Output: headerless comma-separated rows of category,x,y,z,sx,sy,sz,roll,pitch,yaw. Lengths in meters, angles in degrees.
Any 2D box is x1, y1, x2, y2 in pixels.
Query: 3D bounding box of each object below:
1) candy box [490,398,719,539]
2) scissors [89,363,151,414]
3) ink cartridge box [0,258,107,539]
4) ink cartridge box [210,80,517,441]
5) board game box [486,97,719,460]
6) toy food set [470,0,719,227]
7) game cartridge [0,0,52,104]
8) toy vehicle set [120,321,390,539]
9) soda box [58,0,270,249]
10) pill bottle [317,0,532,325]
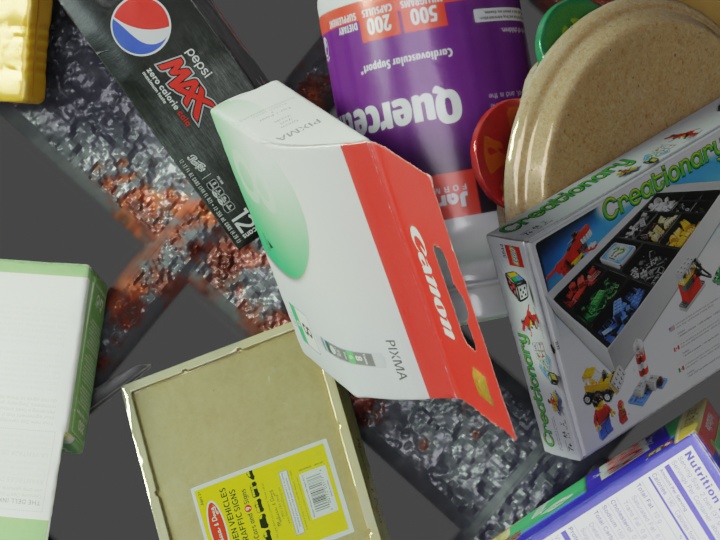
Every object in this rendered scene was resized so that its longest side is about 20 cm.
candy box,0.121,0.158,1.619,0.199,0.169,0.077,-33,87,8
scissors,-0.205,0.114,1.762,0.199,0.014,0.074,-17,84,9
ink cartridge box,-0.230,0.092,1.720,0.144,0.048,0.201,4,73,10
ink cartridge box,0.000,0.000,1.584,0.050,0.200,0.162,-26,116,-13
board game box,0.161,-0.002,1.596,0.035,0.199,0.127,11,123,51
toy food set,0.144,-0.054,1.629,0.049,0.197,0.201,11,116,51
game cartridge,-0.254,-0.201,1.743,0.175,0.032,0.202,5,90,25
toy vehicle set,-0.052,0.138,1.699,0.124,0.027,0.201,-20,71,11
soda box,-0.099,-0.114,1.686,0.063,0.071,0.201,-33,103,8
pill bottle,0.046,-0.071,1.664,0.112,0.112,0.201,-11,87,10
